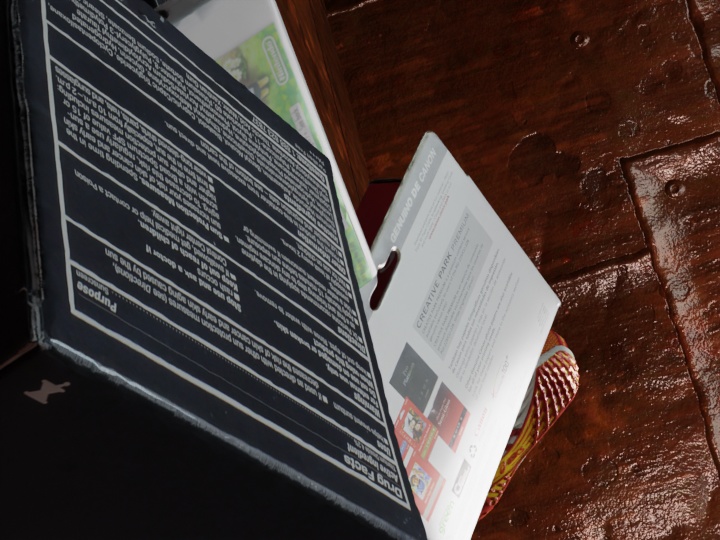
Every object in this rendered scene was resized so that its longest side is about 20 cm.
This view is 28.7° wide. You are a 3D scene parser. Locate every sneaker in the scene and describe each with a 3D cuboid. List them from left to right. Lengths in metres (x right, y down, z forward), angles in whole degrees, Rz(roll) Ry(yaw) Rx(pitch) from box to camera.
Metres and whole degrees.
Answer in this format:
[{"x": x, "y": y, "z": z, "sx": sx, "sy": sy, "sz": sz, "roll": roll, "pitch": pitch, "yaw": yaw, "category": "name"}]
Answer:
[{"x": 0.079, "y": 0.121, "z": 1.026, "sx": 0.073, "sy": 0.200, "sz": 0.077, "roll": 37, "pitch": 8, "yaw": -35, "category": "sneaker"}]

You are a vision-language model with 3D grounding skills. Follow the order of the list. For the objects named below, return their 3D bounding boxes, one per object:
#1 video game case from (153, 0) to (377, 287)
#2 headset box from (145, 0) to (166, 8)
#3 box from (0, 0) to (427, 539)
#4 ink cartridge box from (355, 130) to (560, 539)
[{"x": -0.091, "y": -0.019, "z": 0.667, "sx": 0.022, "sy": 0.181, "sz": 0.201, "roll": 40, "pitch": -21, "yaw": 44, "category": "video game case"}, {"x": -0.135, "y": -0.164, "z": 0.852, "sx": 0.174, "sy": 0.092, "sz": 0.202, "roll": -48, "pitch": 118, "yaw": -71, "category": "headset box"}, {"x": -0.093, "y": 0.013, "z": 0.512, "sx": 0.200, "sy": 0.123, "sz": 0.200, "roll": 37, "pitch": 28, "yaw": -45, "category": "box"}, {"x": 0.020, "y": 0.047, "z": 0.840, "sx": 0.176, "sy": 0.083, "sz": 0.201, "roll": 50, "pitch": 53, "yaw": -37, "category": "ink cartridge box"}]
